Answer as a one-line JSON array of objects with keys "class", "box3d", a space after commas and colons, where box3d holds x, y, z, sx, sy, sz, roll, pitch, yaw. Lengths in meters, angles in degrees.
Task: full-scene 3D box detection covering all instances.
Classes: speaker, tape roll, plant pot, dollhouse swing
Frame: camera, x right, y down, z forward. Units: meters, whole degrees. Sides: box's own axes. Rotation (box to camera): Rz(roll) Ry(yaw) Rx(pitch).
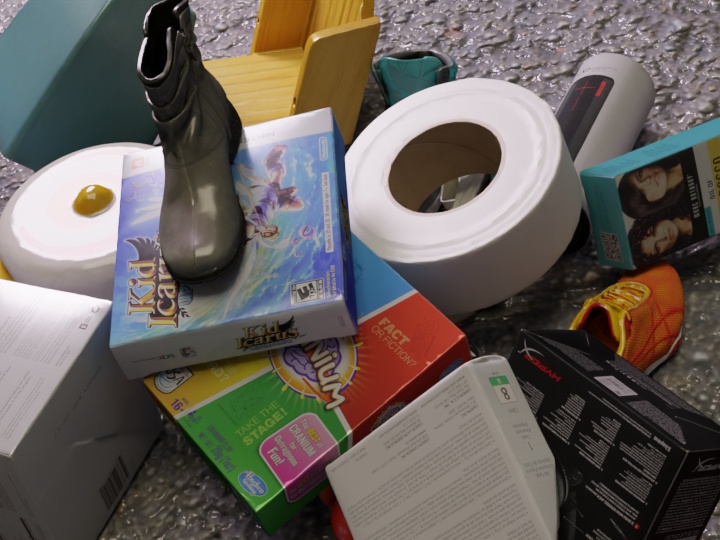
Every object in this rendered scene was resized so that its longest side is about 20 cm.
[{"class": "speaker", "box3d": [0.202, -0.108, 1.254, 0.080, 0.082, 0.201, 12, 48, 24]}, {"class": "tape roll", "box3d": [0.079, -0.063, 1.148, 0.200, 0.071, 0.204, -14, 48, 16]}, {"class": "plant pot", "box3d": [-0.260, -0.200, 1.344, 0.201, 0.141, 0.141, -56, 46, 12]}, {"class": "dollhouse swing", "box3d": [-0.102, -0.223, 1.374, 0.174, 0.183, 0.201, 4, 33, -18]}]

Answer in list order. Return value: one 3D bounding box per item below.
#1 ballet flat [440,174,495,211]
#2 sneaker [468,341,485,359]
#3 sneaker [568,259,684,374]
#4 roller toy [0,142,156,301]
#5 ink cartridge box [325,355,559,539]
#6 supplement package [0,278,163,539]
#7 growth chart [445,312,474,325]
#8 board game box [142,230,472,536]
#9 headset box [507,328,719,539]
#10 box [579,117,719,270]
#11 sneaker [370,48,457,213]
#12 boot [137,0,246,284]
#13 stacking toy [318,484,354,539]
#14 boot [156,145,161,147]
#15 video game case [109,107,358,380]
[{"class": "ballet flat", "box3d": [0.100, -0.055, 1.238, 0.069, 0.070, 0.201, 0, 48, 13]}, {"class": "sneaker", "box3d": [0.097, 0.093, 1.061, 0.070, 0.083, 0.199, -29, 45, -20]}, {"class": "sneaker", "box3d": [0.207, 0.044, 1.089, 0.072, 0.078, 0.200, 13, 40, 26]}, {"class": "roller toy", "box3d": [-0.219, -0.017, 1.211, 0.198, 0.141, 0.183, 9, 46, 23]}, {"class": "ink cartridge box", "box3d": [0.072, 0.181, 0.904, 0.050, 0.161, 0.202, -6, 64, -47]}, {"class": "supplement package", "box3d": [-0.289, 0.111, 1.082, 0.198, 0.152, 0.152, 10, 48, 22]}, {"class": "growth chart", "box3d": [0.000, 0.000, 1.193, 0.199, 0.018, 0.144, 36, 52, 24]}, {"class": "board game box", "box3d": [-0.040, 0.075, 1.034, 0.199, 0.040, 0.153, -39, 56, -15]}, {"class": "headset box", "box3d": [0.139, 0.162, 0.916, 0.077, 0.202, 0.148, 2, 25, -44]}, {"class": "box", "box3d": [0.284, -0.074, 1.167, 0.198, 0.083, 0.049, -22, 16, -22]}, {"class": "sneaker", "box3d": [0.049, -0.138, 1.290, 0.083, 0.122, 0.201, 0, 44, 13]}, {"class": "boot", "box3d": [-0.136, -0.099, 1.023, 0.067, 0.131, 0.202, -12, 49, 9]}, {"class": "stacking toy", "box3d": [-0.018, 0.129, 1.059, 0.085, 0.086, 0.201, -20, 47, -9]}, {"class": "boot", "box3d": [-0.120, -0.061, 1.299, 0.075, 0.074, 0.199, -25, 48, -36]}, {"class": "video game case", "box3d": [-0.098, -0.025, 1.069, 0.179, 0.046, 0.202, -12, 49, 9]}]
